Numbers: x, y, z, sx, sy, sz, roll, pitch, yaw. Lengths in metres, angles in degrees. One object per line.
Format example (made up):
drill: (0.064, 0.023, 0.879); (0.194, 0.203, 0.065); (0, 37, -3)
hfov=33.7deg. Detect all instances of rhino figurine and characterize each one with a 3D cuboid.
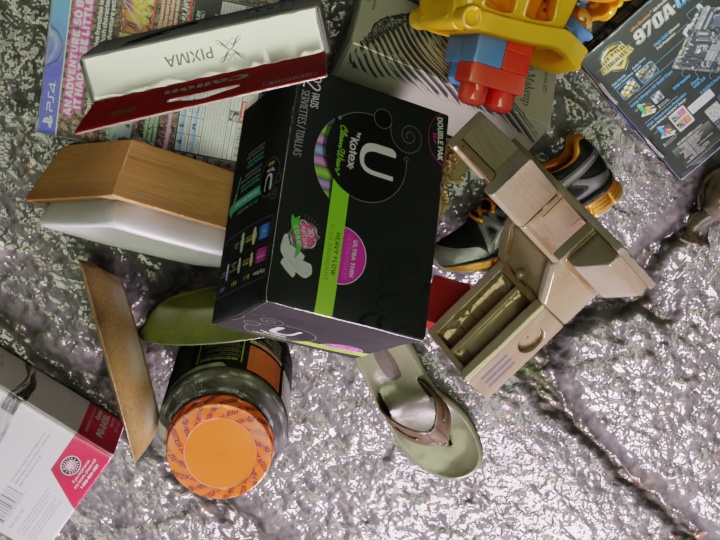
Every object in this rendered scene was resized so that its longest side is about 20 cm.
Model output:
rhino figurine: (0.414, -0.042, 1.177); (0.199, 0.060, 0.088); (17, 98, -11)

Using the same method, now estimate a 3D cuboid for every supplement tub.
supplement tub: (-0.128, 0.128, 1.150); (0.122, 0.200, 0.123); (0, 110, -1)

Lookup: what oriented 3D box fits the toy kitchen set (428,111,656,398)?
toy kitchen set: (0.130, 0.014, 1.014); (0.180, 0.163, 0.200); (-44, 136, 6)

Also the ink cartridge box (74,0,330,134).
ink cartridge box: (-0.125, -0.171, 0.953); (0.199, 0.176, 0.045); (-12, 110, 2)

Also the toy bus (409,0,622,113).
toy bus: (0.145, -0.229, 1.020); (0.199, 0.136, 0.193); (7, 95, -26)

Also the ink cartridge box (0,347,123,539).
ink cartridge box: (-0.368, 0.173, 1.222); (0.199, 0.083, 0.146); (35, 106, -12)

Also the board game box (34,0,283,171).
board game box: (-0.181, -0.194, 1.088); (0.199, 0.097, 0.160); (11, 109, -5)

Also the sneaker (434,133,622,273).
sneaker: (0.152, -0.063, 1.158); (0.199, 0.078, 0.078); (-28, 109, -3)

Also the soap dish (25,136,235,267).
soap dish: (-0.175, -0.058, 1.078); (0.199, 0.157, 0.082); (16, 81, -40)

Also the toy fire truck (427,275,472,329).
toy fire truck: (0.000, 0.000, 1.162); (0.199, 0.141, 0.049); (15, 78, 29)

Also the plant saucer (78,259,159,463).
plant saucer: (-0.227, 0.082, 1.140); (0.035, 0.200, 0.202); (-15, 110, -13)

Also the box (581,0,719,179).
box: (0.325, -0.209, 1.122); (0.200, 0.046, 0.159); (-42, 105, 13)

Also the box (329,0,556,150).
box: (0.076, -0.179, 1.092); (0.199, 0.083, 0.068); (19, 147, -13)

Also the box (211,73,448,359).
box: (-0.026, -0.042, 1.004); (0.148, 0.124, 0.201); (14, 72, -25)

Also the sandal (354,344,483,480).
sandal: (0.054, 0.144, 1.235); (0.080, 0.057, 0.201); (-33, 107, 10)

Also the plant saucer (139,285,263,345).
plant saucer: (-0.110, 0.034, 1.122); (0.198, 0.200, 0.031); (-6, 98, 1)

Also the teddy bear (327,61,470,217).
teddy bear: (0.015, -0.119, 1.145); (0.199, 0.067, 0.146); (11, 114, -13)
